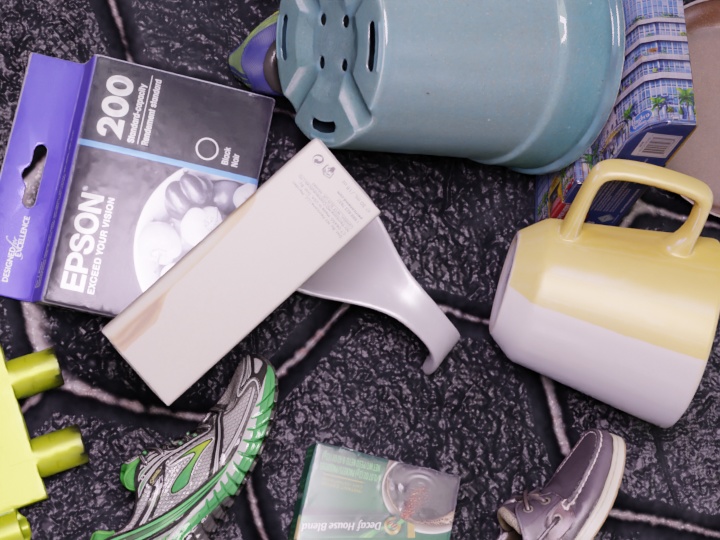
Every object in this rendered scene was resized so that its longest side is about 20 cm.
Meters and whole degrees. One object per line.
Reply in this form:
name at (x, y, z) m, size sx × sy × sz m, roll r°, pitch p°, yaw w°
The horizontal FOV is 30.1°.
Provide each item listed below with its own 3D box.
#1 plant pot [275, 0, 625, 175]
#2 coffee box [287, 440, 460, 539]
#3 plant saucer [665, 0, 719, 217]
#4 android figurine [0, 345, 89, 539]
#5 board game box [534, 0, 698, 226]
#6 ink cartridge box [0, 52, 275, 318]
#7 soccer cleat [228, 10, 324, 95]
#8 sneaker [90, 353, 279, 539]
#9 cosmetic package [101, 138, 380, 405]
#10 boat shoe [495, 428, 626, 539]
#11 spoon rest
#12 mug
plant pot at (0.056, -0.166, 0.988) m, size 0.195 × 0.200 × 0.202 m, roll -6°, pitch 80°, yaw -33°
coffee box at (-0.001, 0.240, 1.007) m, size 0.122 × 0.044 × 0.201 m, roll 15°, pitch 77°, yaw -9°
plant saucer at (0.322, -0.136, 1.150) m, size 0.199 × 0.032 × 0.202 m, roll 2°, pitch 79°, yaw -10°
android figurine at (-0.305, 0.128, 0.974) m, size 0.199 × 0.041 × 0.183 m, roll -16°, pitch 82°, yaw -15°
board game box at (0.191, -0.153, 1.066) m, size 0.061 × 0.200 × 0.201 m, roll 4°, pitch 64°, yaw -11°
ink cartridge box at (-0.180, -0.060, 1.033) m, size 0.198 × 0.043 × 0.200 m, roll 12°, pitch 78°, yaw -8°
soccer cleat at (-0.025, -0.210, 1.082) m, size 0.200 × 0.083 × 0.065 m, roll -42°, pitch 129°, yaw -29°
sneaker at (-0.126, 0.145, 0.985) m, size 0.085 × 0.078 × 0.201 m, roll 33°, pitch 76°, yaw -2°
cosmetic package at (-0.085, 0.000, 0.957) m, size 0.200 × 0.105 × 0.071 m, roll -42°, pitch 94°, yaw -5°
boat shoe at (0.133, 0.202, 1.028) m, size 0.065 × 0.072 × 0.201 m, roll 35°, pitch 81°, yaw -7°
spoon rest at (0.000, 0.000, 1.036) m, size 0.200 × 0.061 × 0.100 m, roll 41°, pitch 74°, yaw -9°
mug at (0.188, 0.011, 1.039) m, size 0.152 × 0.149 × 0.188 m, roll 15°, pitch 92°, yaw 1°
